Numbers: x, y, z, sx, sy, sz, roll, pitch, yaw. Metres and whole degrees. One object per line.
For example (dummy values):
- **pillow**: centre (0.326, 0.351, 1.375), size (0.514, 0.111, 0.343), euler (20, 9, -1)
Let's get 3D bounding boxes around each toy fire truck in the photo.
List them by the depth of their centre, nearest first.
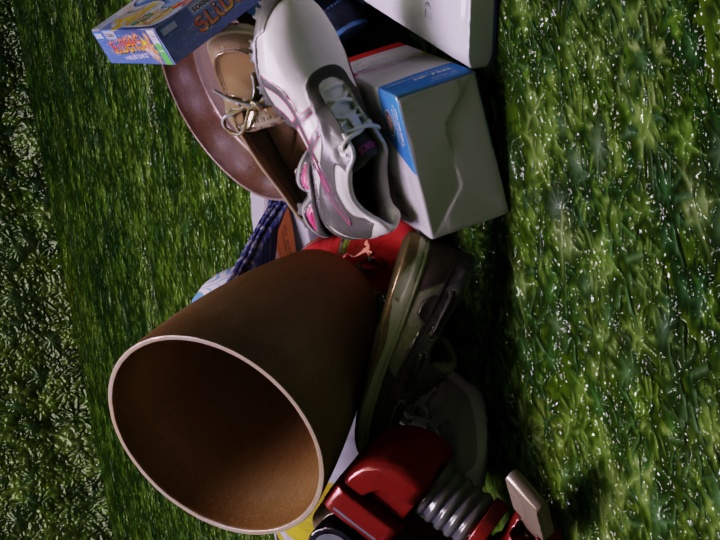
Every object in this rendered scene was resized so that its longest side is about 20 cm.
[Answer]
- **toy fire truck**: centre (0.071, 0.181, 1.435), size (0.176, 0.129, 0.200), euler (37, 123, 6)

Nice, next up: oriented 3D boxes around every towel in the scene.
- **towel**: centre (-0.112, 0.045, 1.768), size (0.145, 0.024, 0.200), euler (101, -169, -50)

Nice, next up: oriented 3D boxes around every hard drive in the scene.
- **hard drive**: centre (0.041, -0.248, 1.463), size (0.200, 0.025, 0.132), euler (41, 138, 51)

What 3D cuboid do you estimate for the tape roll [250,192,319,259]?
- **tape roll**: centre (-0.047, -0.037, 1.841), size (0.200, 0.066, 0.201), euler (172, 90, -72)

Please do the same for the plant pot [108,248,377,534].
- **plant pot**: centre (-0.070, 0.072, 1.533), size (0.200, 0.186, 0.187), euler (-53, -24, -46)

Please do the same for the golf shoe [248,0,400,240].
- **golf shoe**: centre (-0.018, -0.117, 1.441), size (0.088, 0.077, 0.200), euler (13, 127, 54)

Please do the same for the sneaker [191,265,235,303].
- **sneaker**: centre (-0.106, 0.057, 1.964), size (0.200, 0.072, 0.072), euler (49, -161, -54)

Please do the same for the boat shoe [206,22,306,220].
- **boat shoe**: centre (-0.063, -0.117, 1.581), size (0.200, 0.073, 0.063), euler (53, -141, -35)

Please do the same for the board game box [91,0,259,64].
- **board game box**: centre (-0.111, -0.238, 1.581), size (0.135, 0.200, 0.035), euler (11, 137, 60)

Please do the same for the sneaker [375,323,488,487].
- **sneaker**: centre (0.047, 0.113, 1.585), size (0.200, 0.082, 0.075), euler (-122, 28, -52)

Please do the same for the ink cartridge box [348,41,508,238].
- **ink cartridge box**: centre (0.035, -0.108, 1.504), size (0.200, 0.067, 0.116), euler (-142, 35, -66)

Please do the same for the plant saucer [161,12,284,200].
- **plant saucer**: centre (-0.102, -0.156, 1.704), size (0.200, 0.034, 0.201), euler (38, 148, 30)

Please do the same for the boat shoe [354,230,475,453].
- **boat shoe**: centre (0.042, 0.065, 1.488), size (0.072, 0.066, 0.201), euler (-69, -7, -59)

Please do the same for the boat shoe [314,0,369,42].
- **boat shoe**: centre (-0.043, -0.216, 1.629), size (0.069, 0.084, 0.200), euler (58, 178, -9)

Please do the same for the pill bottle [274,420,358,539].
- **pill bottle**: centre (-0.021, 0.180, 1.788), size (0.112, 0.112, 0.200), euler (-117, 25, -45)

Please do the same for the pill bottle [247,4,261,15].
- **pill bottle**: centre (-0.098, -0.261, 1.813), size (0.112, 0.112, 0.200), euler (108, 148, -56)

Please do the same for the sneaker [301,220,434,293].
- **sneaker**: centre (0.000, 0.000, 1.625), size (0.200, 0.085, 0.077), euler (-13, 108, 61)
